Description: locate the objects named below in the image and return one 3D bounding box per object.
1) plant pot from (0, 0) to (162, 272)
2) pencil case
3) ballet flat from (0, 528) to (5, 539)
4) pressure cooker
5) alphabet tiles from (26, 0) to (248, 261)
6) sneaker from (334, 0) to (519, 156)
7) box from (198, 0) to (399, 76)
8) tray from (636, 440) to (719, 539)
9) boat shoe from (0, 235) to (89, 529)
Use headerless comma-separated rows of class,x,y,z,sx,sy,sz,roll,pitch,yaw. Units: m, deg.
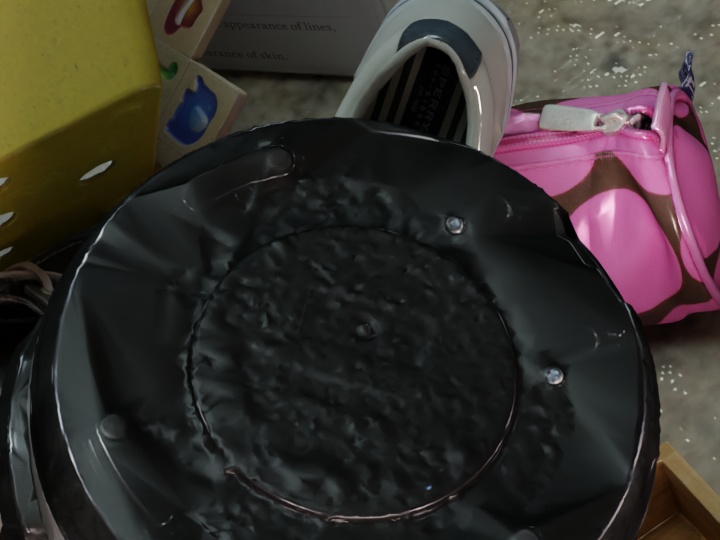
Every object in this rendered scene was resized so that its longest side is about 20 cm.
plant pot,-0.173,-0.089,0.905,0.199,0.200,0.177,-28,80,-13
pencil case,0.033,-0.018,0.921,0.199,0.094,0.091,-11,60,17
ballet flat,-0.110,0.095,0.897,0.199,0.072,0.072,-6,46,18
pressure cooker,-0.011,0.077,0.730,0.176,0.200,0.179,-36,69,-23
alphabet tiles,-0.126,-0.044,1.012,0.167,0.008,0.201,34,98,43
sneaker,0.000,0.000,0.855,0.073,0.201,0.071,17,17,12
box,-0.047,-0.201,1.108,0.199,0.131,0.200,6,51,28
tray,0.047,0.147,0.799,0.199,0.037,0.099,-32,43,-8
boat shoe,-0.129,0.038,0.875,0.066,0.057,0.200,0,36,26
